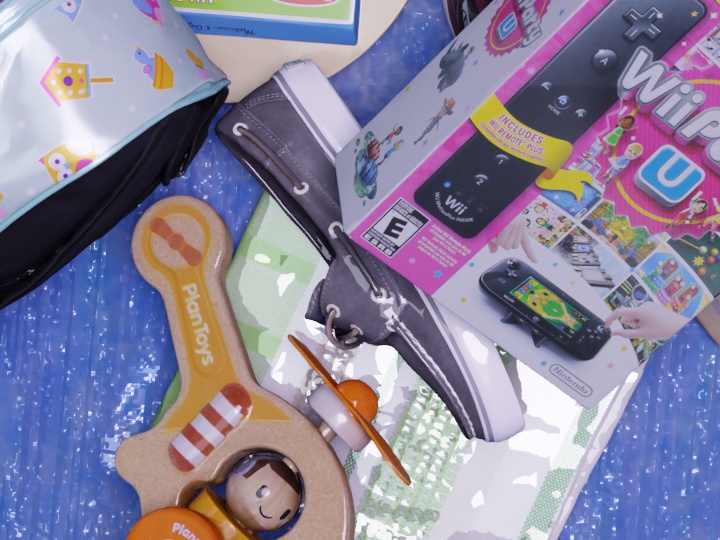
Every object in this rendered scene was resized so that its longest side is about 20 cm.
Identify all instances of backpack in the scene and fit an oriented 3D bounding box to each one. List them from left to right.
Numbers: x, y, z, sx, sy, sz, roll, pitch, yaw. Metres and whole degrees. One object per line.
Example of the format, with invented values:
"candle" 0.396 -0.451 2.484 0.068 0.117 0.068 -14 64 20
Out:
"backpack" -0.164 -0.066 1.041 0.200 0.176 0.154 -28 93 17

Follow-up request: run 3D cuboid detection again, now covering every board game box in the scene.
"board game box" 0.110 -0.057 0.989 0.147 0.064 0.200 35 114 -24

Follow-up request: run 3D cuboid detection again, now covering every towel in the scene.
"towel" 0.017 0.058 1.122 0.200 0.031 0.150 27 91 4

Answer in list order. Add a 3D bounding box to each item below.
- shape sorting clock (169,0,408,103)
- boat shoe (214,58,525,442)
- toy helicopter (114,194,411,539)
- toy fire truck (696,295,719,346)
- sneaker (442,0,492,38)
"shape sorting clock" -0.062 -0.179 1.106 0.199 0.039 0.201 1 94 8
"boat shoe" 0.000 0.000 1.069 0.066 0.070 0.200 -31 85 -6
"toy helicopter" -0.053 0.057 1.079 0.132 0.079 0.201 -19 76 11
"toy fire truck" 0.221 -0.066 1.067 0.200 0.129 0.176 -40 90 -6
"sneaker" 0.087 -0.065 1.058 0.076 0.116 0.200 -26 86 2
